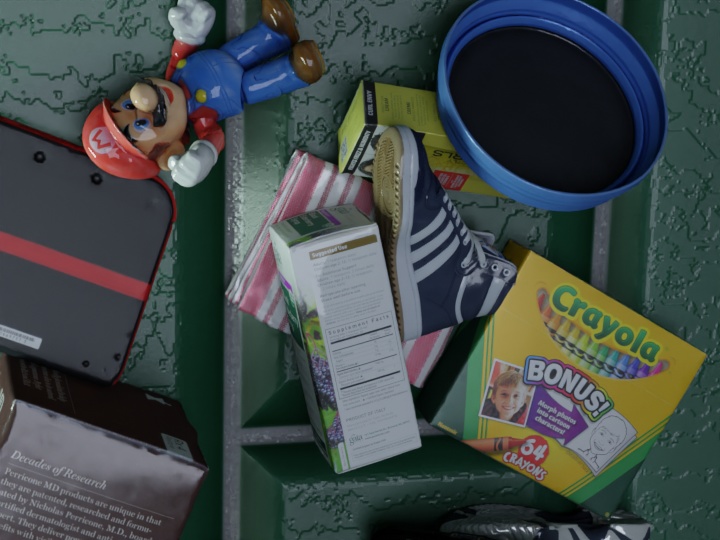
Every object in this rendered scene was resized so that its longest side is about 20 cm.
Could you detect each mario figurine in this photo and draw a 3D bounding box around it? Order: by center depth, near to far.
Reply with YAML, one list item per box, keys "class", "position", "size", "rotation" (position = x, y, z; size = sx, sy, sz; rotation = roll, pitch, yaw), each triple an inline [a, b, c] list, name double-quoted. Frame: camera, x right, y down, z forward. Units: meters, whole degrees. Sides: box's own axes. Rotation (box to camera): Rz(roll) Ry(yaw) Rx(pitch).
- class: "mario figurine"
  position: [-0.129, -0.144, 1.341]
  size: [0.199, 0.123, 0.106]
  rotation: [-31, 121, -9]

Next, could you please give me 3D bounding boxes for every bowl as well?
- class: "bowl"
  position: [0.154, -0.139, 1.396]
  size: [0.199, 0.039, 0.202]
  rotation: [9, 61, -15]

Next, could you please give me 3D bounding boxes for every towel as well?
- class: "towel"
  position: [0.000, 0.000, 1.456]
  size: [0.199, 0.030, 0.147]
  rotation: [24, 97, -21]

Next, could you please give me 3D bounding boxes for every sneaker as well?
- class: "sneaker"
  position: [0.071, -0.037, 1.400]
  size: [0.108, 0.070, 0.201]
  rotation: [-11, 126, -11]
- class: "sneaker"
  position: [0.163, 0.282, 1.533]
  size: [0.198, 0.079, 0.131]
  rotation: [3, 96, -23]

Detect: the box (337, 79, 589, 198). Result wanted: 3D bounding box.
- class: "box"
  position: [0.085, -0.105, 1.421]
  size: [0.198, 0.050, 0.075]
  rotation: [8, 145, -17]

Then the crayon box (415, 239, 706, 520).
- class: "crayon box"
  position: [0.177, 0.097, 1.504]
  size: [0.199, 0.058, 0.173]
  rotation: [29, 95, -18]

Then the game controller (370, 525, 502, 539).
- class: "game controller"
  position: [0.102, 0.270, 1.474]
  size: [0.042, 0.199, 0.105]
  rotation: [-62, 142, -38]

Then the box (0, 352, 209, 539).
- class: "box"
  position: [-0.241, 0.195, 1.366]
  size: [0.163, 0.166, 0.201]
  rotation: [21, 97, -17]

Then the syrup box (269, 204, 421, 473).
- class: "syrup box"
  position: [-0.013, 0.054, 1.408]
  size: [0.081, 0.079, 0.202]
  rotation: [-16, 108, -12]

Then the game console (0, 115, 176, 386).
- class: "game console"
  position: [-0.259, -0.019, 1.369]
  size: [0.199, 0.031, 0.178]
  rotation: [20, 88, -17]
